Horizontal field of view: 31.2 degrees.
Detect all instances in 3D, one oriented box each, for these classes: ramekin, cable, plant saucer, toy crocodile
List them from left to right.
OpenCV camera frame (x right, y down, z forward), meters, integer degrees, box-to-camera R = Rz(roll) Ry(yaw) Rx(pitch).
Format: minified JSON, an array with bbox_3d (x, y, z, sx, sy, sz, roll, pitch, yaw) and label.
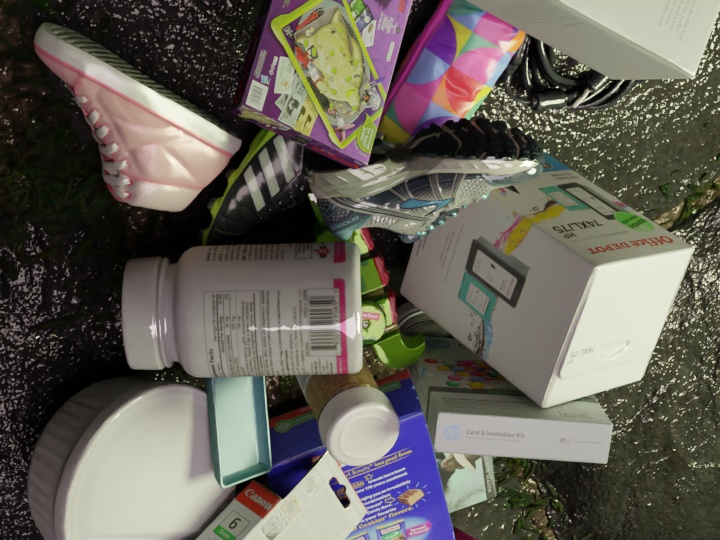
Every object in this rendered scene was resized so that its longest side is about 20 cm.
[{"bbox_3d":[-0.217,0.193,1.198,0.202,0.094,0.204,-16,113,-44],"label":"ramekin"},{"bbox_3d":[-0.119,0.096,1.201,0.070,0.019,0.202,-12,101,-50],"label":"plant saucer"},{"bbox_3d":[0.000,0.000,1.191,0.061,0.068,0.201,-21,101,5],"label":"toy crocodile"},{"bbox_3d":[0.219,-0.234,1.169,0.162,0.051,0.201,4,118,-24],"label":"cable"}]

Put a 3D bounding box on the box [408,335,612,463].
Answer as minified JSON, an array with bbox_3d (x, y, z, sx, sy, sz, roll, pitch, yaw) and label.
[{"bbox_3d":[0.132,0.115,1.189,0.155,0.200,0.041,5,104,-5],"label":"box"}]

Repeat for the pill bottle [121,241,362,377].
[{"bbox_3d":[-0.098,0.034,1.106,0.198,0.114,0.114,-1,123,0],"label":"pill bottle"}]

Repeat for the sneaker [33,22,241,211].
[{"bbox_3d":[-0.200,-0.114,1.061,0.200,0.075,0.105,30,101,-38],"label":"sneaker"}]

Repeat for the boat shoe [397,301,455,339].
[{"bbox_3d":[0.120,0.084,1.320,0.199,0.066,0.070,19,112,-31],"label":"boat shoe"}]

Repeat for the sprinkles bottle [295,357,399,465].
[{"bbox_3d":[-0.027,0.092,1.183,0.068,0.200,0.069,-10,124,-15],"label":"sprinkles bottle"}]

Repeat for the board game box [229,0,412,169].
[{"bbox_3d":[-0.023,-0.196,1.035,0.119,0.032,0.201,22,73,-22],"label":"board game box"}]

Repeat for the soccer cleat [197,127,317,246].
[{"bbox_3d":[-0.073,-0.079,1.132,0.081,0.068,0.201,33,106,-3],"label":"soccer cleat"}]

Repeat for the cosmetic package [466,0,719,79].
[{"bbox_3d":[0.195,-0.284,1.034,0.199,0.123,0.200,23,88,-24],"label":"cosmetic package"}]

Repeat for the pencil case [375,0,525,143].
[{"bbox_3d":[0.066,-0.160,1.136,0.088,0.088,0.201,24,108,-32],"label":"pencil case"}]

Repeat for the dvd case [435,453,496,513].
[{"bbox_3d":[0.048,0.222,1.407,0.199,0.022,0.147,-17,125,-12],"label":"dvd case"}]

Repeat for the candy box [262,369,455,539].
[{"bbox_3d":[-0.002,0.222,1.327,0.168,0.077,0.201,-18,127,-5],"label":"candy box"}]

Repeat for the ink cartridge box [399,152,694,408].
[{"bbox_3d":[0.167,0.002,1.182,0.146,0.200,0.147,-9,126,-41],"label":"ink cartridge box"}]

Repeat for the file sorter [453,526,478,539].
[{"bbox_3d":[0.046,0.380,1.405,0.199,0.139,0.126,-18,90,-10],"label":"file sorter"}]

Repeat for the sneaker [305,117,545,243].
[{"bbox_3d":[0.058,-0.072,1.092,0.199,0.078,0.087,-6,121,8],"label":"sneaker"}]

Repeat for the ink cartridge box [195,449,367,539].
[{"bbox_3d":[-0.091,0.265,1.237,0.200,0.050,0.109,-45,131,-21],"label":"ink cartridge box"}]
